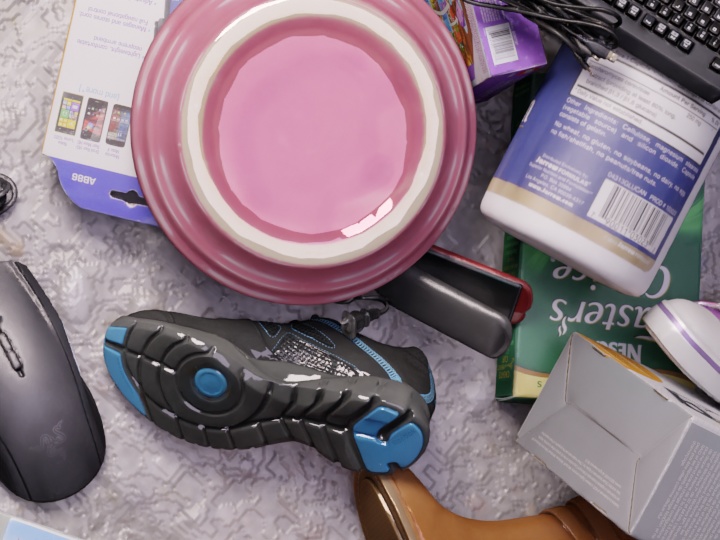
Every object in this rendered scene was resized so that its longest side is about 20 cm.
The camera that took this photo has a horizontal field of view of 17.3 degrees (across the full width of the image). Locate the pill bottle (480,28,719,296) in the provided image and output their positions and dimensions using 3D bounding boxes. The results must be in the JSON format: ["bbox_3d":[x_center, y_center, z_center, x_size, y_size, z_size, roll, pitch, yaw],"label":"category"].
[{"bbox_3d":[0.160,-0.097,1.366,0.111,0.111,0.201,28,90,-9],"label":"pill bottle"}]

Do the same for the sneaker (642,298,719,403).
[{"bbox_3d":[0.259,0.033,1.408,0.200,0.073,0.115,24,110,-40],"label":"sneaker"}]

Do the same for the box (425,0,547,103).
[{"bbox_3d":[0.052,-0.203,1.397,0.039,0.137,0.202,-13,88,-13],"label":"box"}]

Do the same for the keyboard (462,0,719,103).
[{"bbox_3d":[0.133,-0.165,1.298,0.199,0.040,0.104,32,78,8],"label":"keyboard"}]

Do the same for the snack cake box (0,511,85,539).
[{"bbox_3d":[-0.120,0.199,1.331,0.199,0.115,0.068,20,81,-10],"label":"snack cake box"}]

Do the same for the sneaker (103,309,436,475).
[{"bbox_3d":[-0.052,0.062,1.390,0.198,0.082,0.074,16,124,2],"label":"sneaker"}]

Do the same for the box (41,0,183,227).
[{"bbox_3d":[-0.110,-0.128,1.374,0.118,0.041,0.202,14,95,5],"label":"box"}]

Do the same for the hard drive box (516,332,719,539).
[{"bbox_3d":[0.213,0.128,1.366,0.199,0.156,0.077,26,96,-26],"label":"hard drive box"}]

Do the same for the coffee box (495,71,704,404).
[{"bbox_3d":[0.150,-0.015,1.450,0.122,0.044,0.202,6,84,-13],"label":"coffee box"}]

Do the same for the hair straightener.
[{"bbox_3d":[0.000,0.000,1.386,0.199,0.041,0.077,27,44,3],"label":"hair straightener"}]

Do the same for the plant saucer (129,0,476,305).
[{"bbox_3d":[-0.030,-0.080,1.333,0.199,0.051,0.202,-1,95,-9],"label":"plant saucer"}]

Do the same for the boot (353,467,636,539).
[{"bbox_3d":[0.099,0.166,1.416,0.154,0.074,0.201,-34,92,-21],"label":"boot"}]

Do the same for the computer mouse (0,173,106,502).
[{"bbox_3d":[-0.233,0.048,1.352,0.140,0.046,0.201,-20,90,-16],"label":"computer mouse"}]
